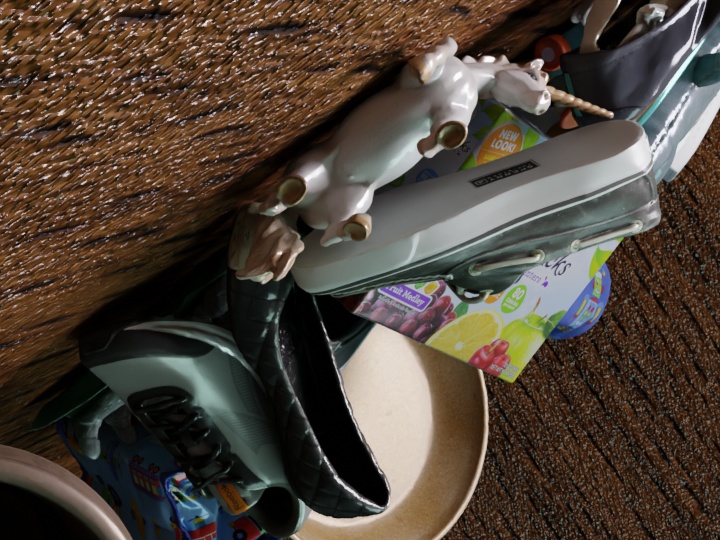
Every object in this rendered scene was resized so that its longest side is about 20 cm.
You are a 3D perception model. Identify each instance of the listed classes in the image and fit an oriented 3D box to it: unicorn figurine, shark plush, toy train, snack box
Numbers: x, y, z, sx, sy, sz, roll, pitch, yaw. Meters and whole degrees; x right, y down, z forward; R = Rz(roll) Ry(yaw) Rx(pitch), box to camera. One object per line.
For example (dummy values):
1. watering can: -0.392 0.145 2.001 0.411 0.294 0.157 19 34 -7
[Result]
1. unicorn figurine: 0.025 -0.067 0.796 0.200 0.074 0.137 -23 -174 6
2. shark plush: 0.204 -0.111 0.947 0.200 0.091 0.083 -32 -170 -15
3. toy train: 0.090 -0.095 1.017 0.200 0.056 0.150 -36 176 -4
4. snack box: 0.074 -0.020 0.966 0.142 0.053 0.200 -54 146 7

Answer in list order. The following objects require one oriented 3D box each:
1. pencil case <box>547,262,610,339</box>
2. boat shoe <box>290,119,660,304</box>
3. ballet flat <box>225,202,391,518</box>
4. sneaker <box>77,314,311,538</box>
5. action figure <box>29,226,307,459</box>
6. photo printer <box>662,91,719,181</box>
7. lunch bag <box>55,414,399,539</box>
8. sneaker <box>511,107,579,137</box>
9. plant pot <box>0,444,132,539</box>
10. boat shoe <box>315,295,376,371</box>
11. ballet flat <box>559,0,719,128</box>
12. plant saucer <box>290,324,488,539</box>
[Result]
1. pencil case: 0.108 -0.002 1.151 0.087 0.078 0.200 5 171 30
2. boat shoe: 0.063 -0.016 0.844 0.200 0.064 0.071 -18 -157 -2
3. ballet flat: -0.027 0.050 0.885 0.057 0.200 0.066 1 -147 30
4. sneaker: -0.082 0.087 0.910 0.074 0.200 0.080 -15 -128 33
5. action figure: -0.101 0.039 0.985 0.200 0.055 0.118 -43 170 26
6. photo printer: 0.219 -0.143 1.089 0.167 0.069 0.200 -64 172 4
7. lunch bag: -0.083 0.121 1.122 0.200 0.094 0.150 -25 -156 -31
8. sneaker: 0.100 -0.053 1.223 0.073 0.085 0.200 19 128 -35
9. plant pot: -0.210 0.171 0.846 0.200 0.200 0.175 -36 -166 -3
10. boat shoe: 0.000 0.000 1.012 0.200 0.069 0.057 -59 -179 -43
11. ballet flat: 0.178 -0.157 0.902 0.200 0.073 0.073 -46 179 -22
12. plant saucer: -0.003 0.095 1.064 0.200 0.201 0.035 -33 -167 -34
